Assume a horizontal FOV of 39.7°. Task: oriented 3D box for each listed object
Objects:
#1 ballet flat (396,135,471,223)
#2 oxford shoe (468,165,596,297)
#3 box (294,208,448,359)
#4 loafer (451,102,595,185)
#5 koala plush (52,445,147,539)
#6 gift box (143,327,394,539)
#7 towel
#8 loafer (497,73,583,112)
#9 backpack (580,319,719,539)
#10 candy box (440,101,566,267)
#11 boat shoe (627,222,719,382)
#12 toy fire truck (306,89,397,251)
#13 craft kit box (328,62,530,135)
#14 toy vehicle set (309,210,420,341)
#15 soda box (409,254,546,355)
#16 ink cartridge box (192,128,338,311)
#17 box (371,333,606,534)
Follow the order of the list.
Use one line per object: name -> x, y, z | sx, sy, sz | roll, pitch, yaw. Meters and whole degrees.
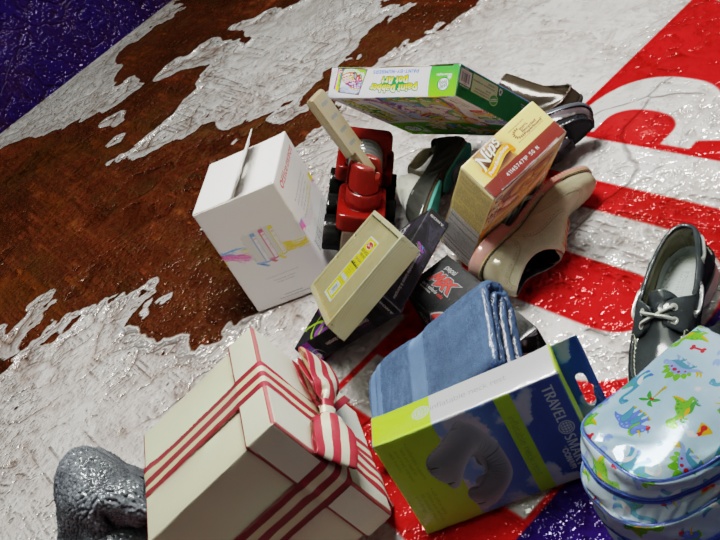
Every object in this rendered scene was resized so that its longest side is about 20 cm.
ballet flat -> 0.088, -0.113, 1.324 | 0.067, 0.069, 0.201 | 15, 42, 16
oxford shoe -> 0.212, -0.041, 1.138 | 0.200, 0.071, 0.074 | -43, 59, -18
box -> 0.011, 0.021, 1.171 | 0.199, 0.036, 0.144 | -32, 21, 50
loafer -> 0.211, -0.138, 1.265 | 0.198, 0.072, 0.064 | -28, 50, 20
koala plush -> -0.266, 0.298, 0.999 | 0.201, 0.183, 0.177 | -58, 31, -10
gift box -> -0.079, 0.188, 0.961 | 0.187, 0.200, 0.185 | -44, 34, 11
towel -> 0.080, 0.102, 0.975 | 0.200, 0.048, 0.113 | -43, 38, 41
loafer -> 0.211, -0.232, 1.376 | 0.198, 0.072, 0.073 | 2, 45, 43
backpack -> 0.266, 0.136, 0.779 | 0.200, 0.154, 0.163 | -45, 38, 4
candy box -> 0.156, -0.091, 1.128 | 0.115, 0.200, 0.055 | -42, 75, -15
boat shoe -> 0.289, 0.039, 0.945 | 0.075, 0.061, 0.201 | -8, 39, 34
toy fire truck -> -0.009, -0.144, 1.293 | 0.127, 0.202, 0.177 | 7, 37, -1
craft kit box -> 0.094, -0.215, 1.275 | 0.196, 0.199, 0.049 | 11, 89, 39
toy vehicle set -> 0.000, 0.000, 1.126 | 0.125, 0.026, 0.200 | -49, 13, 4
soda box -> 0.123, 0.060, 1.063 | 0.070, 0.064, 0.200 | -36, 31, -6
ink cartridge box -> -0.125, -0.074, 1.334 | 0.124, 0.201, 0.129 | -20, 33, 18
box -> 0.123, 0.148, 0.884 | 0.198, 0.123, 0.048 | -24, 28, 13
